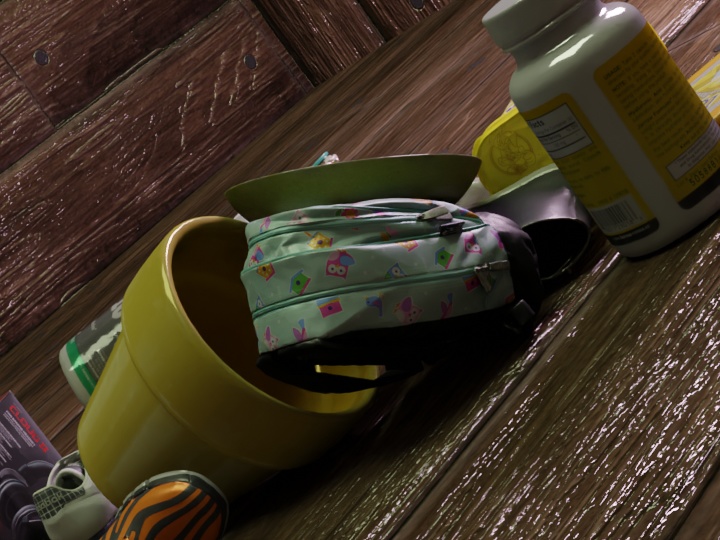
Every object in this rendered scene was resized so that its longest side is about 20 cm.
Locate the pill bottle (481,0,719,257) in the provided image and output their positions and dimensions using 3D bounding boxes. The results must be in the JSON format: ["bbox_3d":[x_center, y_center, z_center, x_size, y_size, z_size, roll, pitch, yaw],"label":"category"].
[{"bbox_3d":[0.175,-0.119,1.293,0.111,0.200,0.111,-35,10,7],"label":"pill bottle"}]

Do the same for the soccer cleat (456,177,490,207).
[{"bbox_3d":[0.059,-0.040,1.632,0.199,0.078,0.069,-14,-5,14],"label":"soccer cleat"}]

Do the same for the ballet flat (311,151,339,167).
[{"bbox_3d":[-0.077,-0.021,1.673,0.200,0.064,0.076,-45,0,-12],"label":"ballet flat"}]

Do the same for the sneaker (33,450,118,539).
[{"bbox_3d":[-0.231,0.189,1.638,0.076,0.081,0.200,-35,8,17],"label":"sneaker"}]

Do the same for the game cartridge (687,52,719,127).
[{"bbox_3d":[0.280,-0.130,1.477,0.200,0.032,0.176,-38,10,-8],"label":"game cartridge"}]

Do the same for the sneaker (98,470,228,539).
[{"bbox_3d":[-0.174,0.230,1.304,0.200,0.078,0.112,-44,9,28],"label":"sneaker"}]

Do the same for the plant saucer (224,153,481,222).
[{"bbox_3d":[-0.004,-0.056,1.400,0.199,0.031,0.200,-7,-4,-1],"label":"plant saucer"}]

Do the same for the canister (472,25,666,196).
[{"bbox_3d":[0.182,-0.134,1.529,0.148,0.087,0.200,-34,10,24],"label":"canister"}]

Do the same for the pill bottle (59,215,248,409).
[{"bbox_3d":[-0.145,0.050,1.542,0.200,0.113,0.113,-38,10,4],"label":"pill bottle"}]

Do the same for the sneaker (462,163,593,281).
[{"bbox_3d":[0.094,-0.006,1.417,0.200,0.075,0.106,-37,12,20],"label":"sneaker"}]

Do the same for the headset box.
[{"bbox_3d":[-0.326,0.214,1.646,0.077,0.149,0.200,-32,10,23],"label":"headset box"}]

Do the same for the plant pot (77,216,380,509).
[{"bbox_3d":[-0.116,0.094,1.406,0.189,0.201,0.201,-50,2,29],"label":"plant pot"}]

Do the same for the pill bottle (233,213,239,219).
[{"bbox_3d":[-0.034,-0.019,1.770,0.199,0.113,0.113,-7,29,47],"label":"pill bottle"}]

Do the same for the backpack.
[{"bbox_3d":[0.009,0.013,1.308,0.199,0.127,0.167,-5,-15,-34],"label":"backpack"}]
